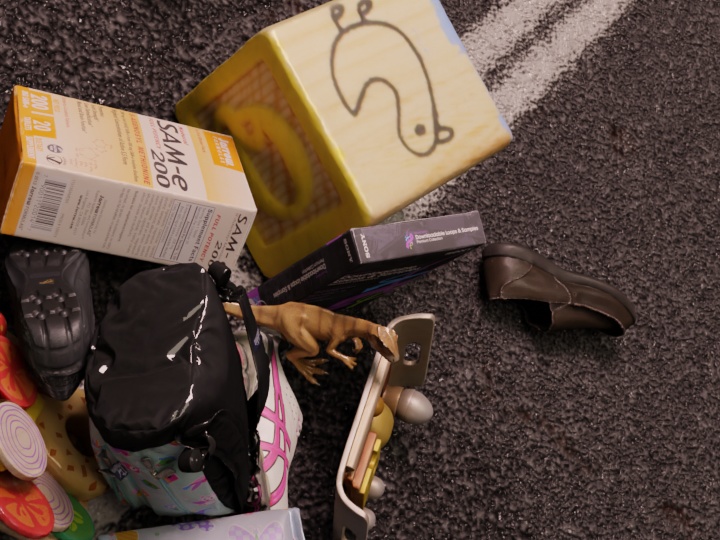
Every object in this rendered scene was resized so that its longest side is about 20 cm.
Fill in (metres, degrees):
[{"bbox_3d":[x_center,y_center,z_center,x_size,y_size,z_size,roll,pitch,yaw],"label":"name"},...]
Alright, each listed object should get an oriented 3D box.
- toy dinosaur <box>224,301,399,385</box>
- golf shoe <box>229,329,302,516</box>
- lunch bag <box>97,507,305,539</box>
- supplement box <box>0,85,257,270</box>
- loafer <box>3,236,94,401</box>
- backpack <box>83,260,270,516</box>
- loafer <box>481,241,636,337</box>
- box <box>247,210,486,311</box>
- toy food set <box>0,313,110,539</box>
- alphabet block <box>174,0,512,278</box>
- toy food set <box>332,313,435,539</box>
[{"bbox_3d":[-0.060,0.045,1.112,0.198,0.107,0.061,8,58,6],"label":"toy dinosaur"},{"bbox_3d":[-0.082,0.148,1.127,0.091,0.072,0.202,-1,75,-36],"label":"golf shoe"},{"bbox_3d":[-0.113,0.303,0.981,0.168,0.128,0.201,-6,53,-19],"label":"lunch bag"},{"bbox_3d":[-0.199,-0.075,1.073,0.198,0.074,0.126,11,32,-26],"label":"supplement box"},{"bbox_3d":[-0.246,0.028,1.013,0.067,0.201,0.071,-4,119,-14],"label":"loafer"},{"bbox_3d":[-0.144,0.107,0.996,0.125,0.201,0.168,4,55,11],"label":"backpack"},{"bbox_3d":[0.207,0.036,1.371,0.199,0.073,0.072,23,73,-21],"label":"loafer"},{"bbox_3d":[0.000,0.000,1.150,0.142,0.200,0.036,-10,77,-35],"label":"box"},{"bbox_3d":[-0.260,0.119,0.969,0.201,0.048,0.198,58,13,-18],"label":"toy food set"},{"bbox_3d":[-0.018,-0.135,1.187,0.199,0.196,0.196,-32,92,-37],"label":"alphabet block"},{"bbox_3d":[0.025,0.155,1.149,0.060,0.144,0.201,16,61,6],"label":"toy food set"}]
